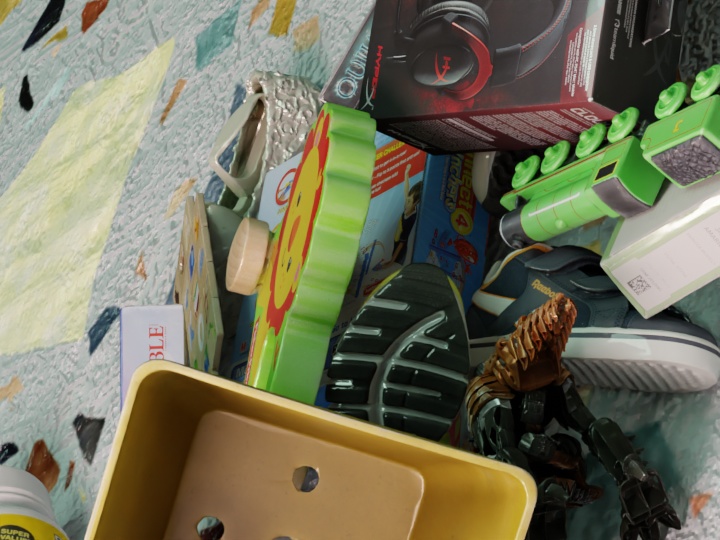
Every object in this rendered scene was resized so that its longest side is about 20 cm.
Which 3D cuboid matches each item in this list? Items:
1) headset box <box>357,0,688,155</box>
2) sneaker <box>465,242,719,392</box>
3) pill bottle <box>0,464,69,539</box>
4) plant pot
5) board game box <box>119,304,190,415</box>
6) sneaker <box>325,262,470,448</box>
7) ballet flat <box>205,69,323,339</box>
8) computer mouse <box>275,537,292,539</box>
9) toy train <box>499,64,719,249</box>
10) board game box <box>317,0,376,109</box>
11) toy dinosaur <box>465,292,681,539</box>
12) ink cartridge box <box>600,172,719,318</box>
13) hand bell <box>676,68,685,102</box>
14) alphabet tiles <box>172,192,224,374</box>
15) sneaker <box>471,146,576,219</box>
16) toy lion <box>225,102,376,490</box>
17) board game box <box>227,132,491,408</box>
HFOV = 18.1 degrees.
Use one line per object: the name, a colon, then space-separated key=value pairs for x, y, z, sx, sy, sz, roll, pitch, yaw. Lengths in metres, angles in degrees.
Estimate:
headset box: x=0.102 y=-0.150 z=1.286 sx=0.200 sy=0.075 sz=0.149 roll=0 pitch=76 yaw=45
sneaker: x=0.125 y=0.024 z=1.258 sx=0.200 sy=0.078 sz=0.080 roll=-2 pitch=70 yaw=54
pill bottle: x=-0.248 y=0.236 z=1.561 sx=0.114 sy=0.114 sz=0.200 roll=-47 pitch=36 yaw=20
plant pot: x=-0.041 y=0.158 z=1.151 sx=0.176 sy=0.199 sz=0.201 roll=-126 pitch=53 yaw=-86
board game box: x=-0.122 y=0.147 z=1.388 sx=0.200 sy=0.041 sz=0.201 roll=95 pitch=173 yaw=-68
sneaker: x=0.024 y=0.078 z=1.295 sx=0.090 sy=0.078 sz=0.201 roll=-62 pitch=-17 yaw=-60
ballet flat: x=-0.087 y=-0.053 z=1.604 sx=0.072 sy=0.072 sz=0.201 roll=1 pitch=68 yaw=53
computer mouse: x=-0.048 y=0.203 z=1.386 sx=0.110 sy=0.044 sz=0.200 roll=-60 pitch=34 yaw=3
toy train: x=0.138 y=-0.053 z=1.198 sx=0.200 sy=0.042 sz=0.057 roll=-26 pitch=32 yaw=55
board game box: x=0.037 y=-0.190 z=1.509 sx=0.200 sy=0.028 sz=0.135 roll=-59 pitch=-3 yaw=3
toy dinosaur: x=0.088 y=0.091 z=1.194 sx=0.102 sy=0.200 sz=0.136 roll=-29 pitch=53 yaw=-2
ink cartridge box: x=0.224 y=-0.071 z=1.173 sx=0.200 sy=0.048 sz=0.146 roll=-32 pitch=16 yaw=36
hand bell: x=0.179 y=-0.145 z=1.328 sx=0.104 sy=0.104 sz=0.201 roll=-9 pitch=72 yaw=50
alphabet tiles: x=-0.111 y=0.053 z=1.530 sx=0.200 sy=0.006 sz=0.167 roll=-102 pitch=17 yaw=-45
sneaker: x=0.110 y=-0.121 z=1.398 sx=0.093 sy=0.070 sz=0.200 roll=-1 pitch=65 yaw=60
toy lion: x=-0.034 y=0.012 z=1.299 sx=0.192 sy=0.068 sz=0.201 roll=125 pitch=157 yaw=-63
board game box: x=0.000 y=0.000 z=1.441 sx=0.200 sy=0.056 sz=0.196 roll=-26 pitch=47 yaw=49
